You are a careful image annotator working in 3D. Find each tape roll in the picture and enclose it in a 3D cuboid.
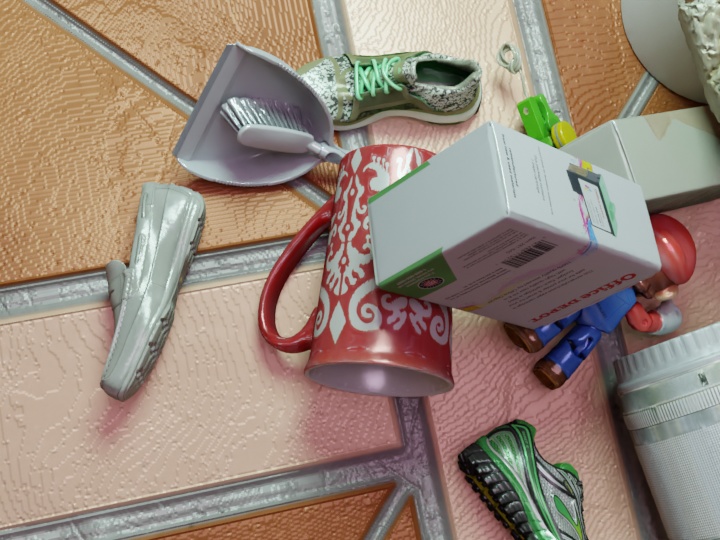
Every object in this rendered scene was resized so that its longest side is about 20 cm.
[{"bbox_3d":[0.378,-0.285,1.077,0.199,0.139,0.206,2,78,-8],"label":"tape roll"}]

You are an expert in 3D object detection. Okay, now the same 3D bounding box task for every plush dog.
[{"bbox_3d":[0.387,-0.176,0.924,0.170,0.161,0.201,-22,39,6],"label":"plush dog"}]

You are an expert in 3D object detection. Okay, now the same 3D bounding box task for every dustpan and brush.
[{"bbox_3d":[-0.056,-0.122,1.002,0.198,0.140,0.058,6,42,-38],"label":"dustpan and brush"}]

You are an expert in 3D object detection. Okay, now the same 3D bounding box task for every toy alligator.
[{"bbox_3d":[0.184,-0.127,1.058,0.054,0.059,0.203,-4,75,-50],"label":"toy alligator"}]

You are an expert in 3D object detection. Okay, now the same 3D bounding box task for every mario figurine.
[{"bbox_3d":[0.232,0.022,1.030,0.199,0.124,0.106,-37,46,-7],"label":"mario figurine"}]

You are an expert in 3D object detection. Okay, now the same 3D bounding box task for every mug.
[{"bbox_3d":[0.005,-0.003,0.964,0.175,0.134,0.203,9,73,-9],"label":"mug"}]

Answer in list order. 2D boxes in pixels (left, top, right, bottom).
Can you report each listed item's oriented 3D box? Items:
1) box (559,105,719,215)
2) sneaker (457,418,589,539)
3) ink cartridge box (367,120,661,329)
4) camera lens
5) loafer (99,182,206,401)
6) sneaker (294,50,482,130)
[{"bbox_3d":[0.285,-0.099,1.011,0.198,0.095,0.079,-12,81,-34],"label":"box"},{"bbox_3d":[0.179,0.221,0.965,0.085,0.078,0.201,-35,84,-15],"label":"sneaker"},{"bbox_3d":[0.126,-0.029,0.883,0.198,0.144,0.085,15,58,-40],"label":"ink cartridge box"},{"bbox_3d":[0.327,0.152,0.961,0.158,0.160,0.203,-18,80,-12],"label":"camera lens"},{"bbox_3d":[-0.196,0.016,0.961,0.069,0.070,0.203,16,68,0],"label":"loafer"},{"bbox_3d":[0.028,-0.184,1.026,0.197,0.089,0.078,-5,78,-9],"label":"sneaker"}]
